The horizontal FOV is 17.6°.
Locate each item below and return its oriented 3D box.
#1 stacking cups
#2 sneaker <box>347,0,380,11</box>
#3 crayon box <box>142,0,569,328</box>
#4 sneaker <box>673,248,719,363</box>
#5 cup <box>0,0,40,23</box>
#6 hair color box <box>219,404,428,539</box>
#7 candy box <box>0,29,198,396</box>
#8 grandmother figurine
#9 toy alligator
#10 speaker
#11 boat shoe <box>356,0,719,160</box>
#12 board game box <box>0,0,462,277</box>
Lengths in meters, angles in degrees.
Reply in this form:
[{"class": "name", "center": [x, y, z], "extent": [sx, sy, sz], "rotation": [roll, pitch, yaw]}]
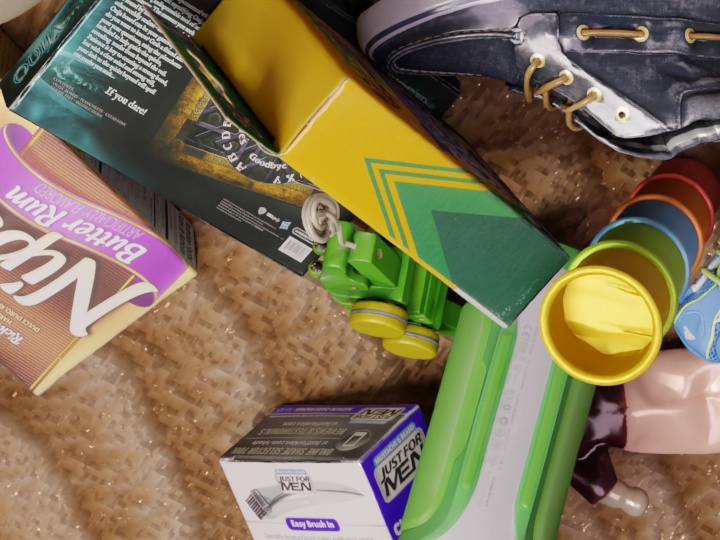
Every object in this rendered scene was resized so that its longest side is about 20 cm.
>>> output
[{"class": "stacking cups", "center": [0.141, -0.004, 1.167], "extent": [0.060, 0.200, 0.061], "rotation": [6, 110, 17]}, {"class": "sneaker", "center": [0.078, -0.180, 1.126], "extent": [0.199, 0.079, 0.074], "rotation": [-25, 122, 11]}, {"class": "crayon box", "center": [0.000, -0.066, 1.104], "extent": [0.052, 0.126, 0.200], "rotation": [-48, 128, 9]}, {"class": "sneaker", "center": [0.213, 0.003, 1.190], "extent": [0.105, 0.076, 0.200], "rotation": [-36, 150, -7]}, {"class": "cup", "center": [-0.236, -0.178, 1.015], "extent": [0.199, 0.143, 0.201], "rotation": [11, 118, 22]}, {"class": "hair color box", "center": [0.012, 0.174, 1.291], "extent": [0.109, 0.065, 0.201], "rotation": [-3, 118, 43]}, {"class": "candy box", "center": [-0.191, -0.041, 1.197], "extent": [0.116, 0.057, 0.200], "rotation": [-36, 116, 15]}, {"class": "grandmother figurine", "center": [0.145, 0.077, 1.301], "extent": [0.199, 0.061, 0.122], "rotation": [-1, 89, 0]}, {"class": "toy alligator", "center": [0.000, 0.000, 1.214], "extent": [0.054, 0.060, 0.200], "rotation": [2, 162, 29]}, {"class": "speaker", "center": [0.076, 0.087, 1.219], "extent": [0.088, 0.201, 0.088], "rotation": [15, 163, 5]}, {"class": "boat shoe", "center": [0.101, -0.099, 1.122], "extent": [0.199, 0.091, 0.071], "rotation": [-8, 166, 1]}, {"class": "board game box", "center": [-0.061, -0.091, 1.165], "extent": [0.200, 0.028, 0.135], "rotation": [31, 109, -36]}]
